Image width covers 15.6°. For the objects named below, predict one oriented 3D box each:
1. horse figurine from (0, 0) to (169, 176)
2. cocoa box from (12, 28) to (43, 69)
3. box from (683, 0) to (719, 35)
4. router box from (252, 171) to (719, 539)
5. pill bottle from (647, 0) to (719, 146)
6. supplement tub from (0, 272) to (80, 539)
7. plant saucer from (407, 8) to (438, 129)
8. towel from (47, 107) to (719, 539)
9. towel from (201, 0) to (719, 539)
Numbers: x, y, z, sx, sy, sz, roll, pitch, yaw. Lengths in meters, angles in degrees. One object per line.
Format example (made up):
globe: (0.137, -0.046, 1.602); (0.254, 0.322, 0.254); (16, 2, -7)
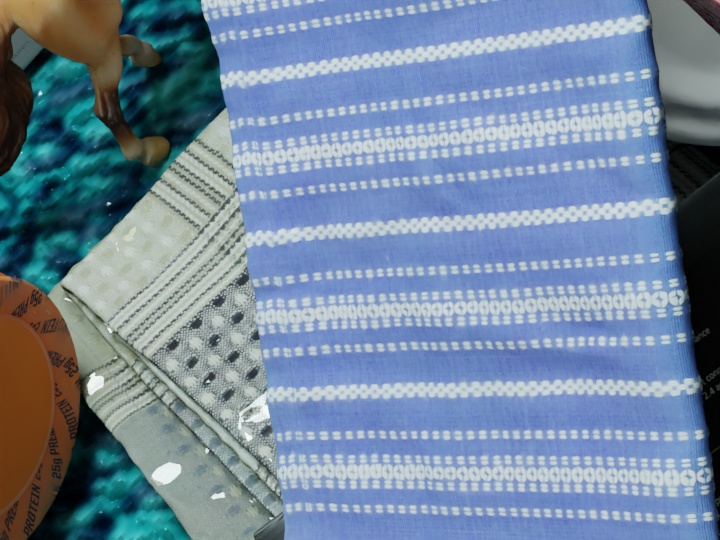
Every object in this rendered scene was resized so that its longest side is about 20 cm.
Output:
horse figurine: (-0.078, -0.119, 0.883); (0.050, 0.133, 0.201); (29, 82, 33)
cocoa box: (-0.159, -0.165, 0.948); (0.200, 0.133, 0.131); (-47, 53, 1)
box: (0.176, -0.051, 0.605); (0.200, 0.095, 0.100); (39, 94, 29)
router box: (0.087, 0.078, 0.710); (0.200, 0.051, 0.150); (-38, 70, 19)
pill bottle: (0.108, -0.142, 0.791); (0.111, 0.112, 0.201); (-15, 41, 21)
supplement tub: (-0.200, 0.035, 0.880); (0.199, 0.123, 0.123); (11, 72, 31)
plant saucer: (0.023, -0.086, 0.767); (0.037, 0.200, 0.201); (6, 65, -8)
towel: (0.000, 0.000, 0.845); (0.200, 0.035, 0.192); (-48, 55, 0)
towel: (0.021, 0.004, 0.664); (0.144, 0.024, 0.201); (-3, 98, 44)
